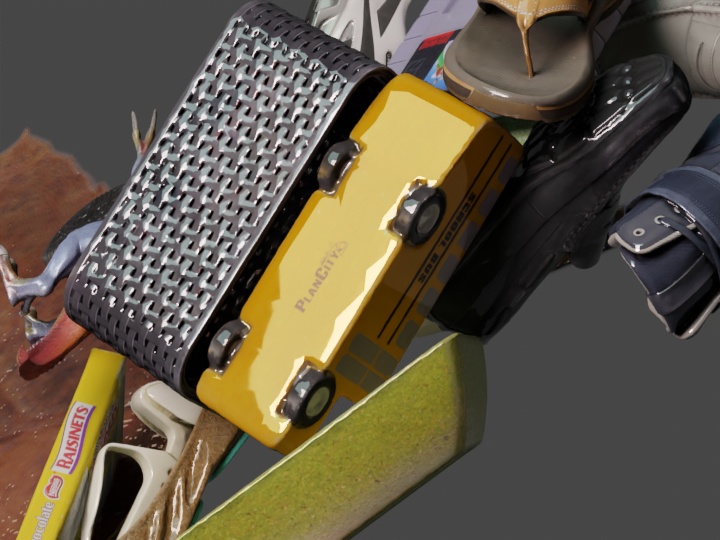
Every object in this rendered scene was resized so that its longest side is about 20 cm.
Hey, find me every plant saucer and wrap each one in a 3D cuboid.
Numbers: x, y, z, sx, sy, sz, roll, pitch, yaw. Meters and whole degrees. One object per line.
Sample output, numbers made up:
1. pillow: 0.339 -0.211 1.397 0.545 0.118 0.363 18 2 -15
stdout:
1. plant saucer: -0.011 0.110 1.183 0.199 0.048 0.200 -37 -6 4

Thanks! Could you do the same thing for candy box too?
1. candy box: -0.173 0.152 1.319 0.026 0.103 0.201 13 50 6

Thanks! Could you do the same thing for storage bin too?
1. storage bin: -0.050 -0.025 1.256 0.093 0.135 0.201 32 88 31

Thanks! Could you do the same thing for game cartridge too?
1. game cartridge: 0.085 -0.143 1.390 0.199 0.038 0.130 -8 40 57

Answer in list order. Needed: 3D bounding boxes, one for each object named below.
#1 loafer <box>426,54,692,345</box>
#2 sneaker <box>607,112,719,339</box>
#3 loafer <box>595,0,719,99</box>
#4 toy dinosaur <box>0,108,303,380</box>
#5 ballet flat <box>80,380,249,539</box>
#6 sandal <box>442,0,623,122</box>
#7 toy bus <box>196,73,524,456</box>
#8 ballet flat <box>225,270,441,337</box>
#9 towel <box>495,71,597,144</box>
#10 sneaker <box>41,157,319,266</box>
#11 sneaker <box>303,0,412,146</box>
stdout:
1. loafer: 0.107 -0.036 1.241 0.200 0.070 0.068 -44 20 28
2. sneaker: 0.213 -0.024 1.155 0.146 0.077 0.202 -41 22 -22
3. loafer: 0.211 -0.126 1.289 0.199 0.070 0.070 -6 32 37
4. toy dinosaur: -0.107 0.001 1.334 0.180 0.106 0.201 -17 36 -1
5. ballet flat: -0.110 0.110 1.317 0.201 0.072 0.068 -61 11 -26
6. sandal: 0.099 -0.142 1.231 0.081 0.055 0.200 13 38 19
7. toy bus: 0.000 0.000 1.199 0.065 0.078 0.201 30 88 29
8. ballet flat: -0.001 0.007 1.340 0.199 0.070 0.070 -15 40 37
9. towel: 0.096 -0.089 1.404 0.148 0.031 0.201 -6 44 36
10. sneaker: -0.091 -0.025 1.436 0.199 0.104 0.060 -33 19 15
11. sneaker: -0.008 -0.113 1.489 0.074 0.088 0.201 -164 96 -79
